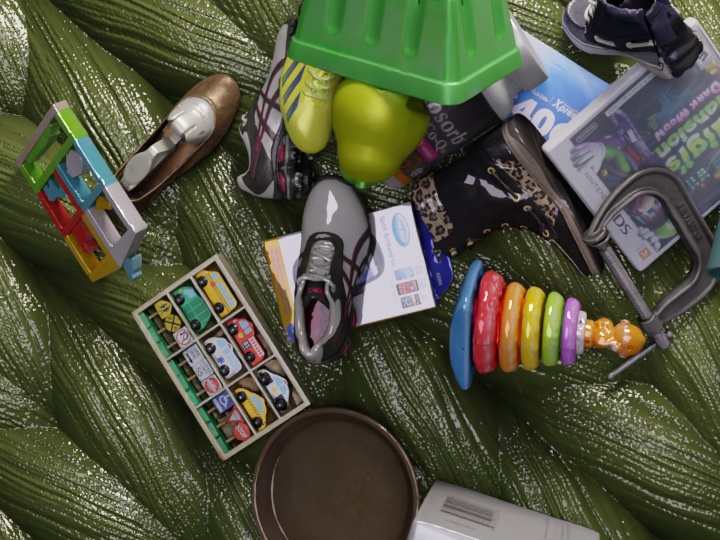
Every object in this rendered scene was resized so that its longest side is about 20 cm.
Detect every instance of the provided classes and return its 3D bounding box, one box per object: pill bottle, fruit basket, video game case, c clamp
[{"bbox_3d":[0.086,-0.182,1.291,0.199,0.116,0.117,-33,87,14],"label":"pill bottle"},{"bbox_3d":[0.036,-0.187,1.193,0.214,0.155,0.218,20,126,31],"label":"fruit basket"},{"bbox_3d":[0.315,-0.127,1.301,0.200,0.023,0.182,-41,113,6],"label":"video game case"},{"bbox_3d":[0.297,-0.002,1.315,0.170,0.027,0.201,-32,115,-1],"label":"c clamp"}]

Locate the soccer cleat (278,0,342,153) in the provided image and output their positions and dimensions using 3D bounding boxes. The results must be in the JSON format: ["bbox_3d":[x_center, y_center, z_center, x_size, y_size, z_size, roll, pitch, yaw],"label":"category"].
[{"bbox_3d":[-0.038,-0.224,1.310,0.064,0.083,0.203,12,82,-30],"label":"soccer cleat"}]

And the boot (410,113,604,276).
[{"bbox_3d":[0.159,-0.055,1.345,0.149,0.074,0.201,-26,118,26],"label":"boot"}]

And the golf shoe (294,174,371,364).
[{"bbox_3d":[-0.033,-0.001,1.331,0.076,0.088,0.203,3,92,9],"label":"golf shoe"}]

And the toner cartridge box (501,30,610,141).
[{"bbox_3d":[0.181,-0.196,1.353,0.199,0.043,0.096,33,96,7],"label":"toner cartridge box"}]

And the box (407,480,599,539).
[{"bbox_3d":[0.141,0.327,1.304,0.197,0.199,0.133,17,96,9],"label":"box"}]

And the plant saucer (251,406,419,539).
[{"bbox_3d":[-0.027,0.253,1.405,0.197,0.029,0.203,0,90,17],"label":"plant saucer"}]

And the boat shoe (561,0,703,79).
[{"bbox_3d":[0.255,-0.264,1.259,0.075,0.200,0.093,-48,126,-4],"label":"boat shoe"}]

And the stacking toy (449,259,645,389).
[{"bbox_3d":[0.198,0.061,1.314,0.197,0.110,0.118,5,119,14],"label":"stacking toy"}]

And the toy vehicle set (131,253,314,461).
[{"bbox_3d":[-0.157,0.098,1.431,0.124,0.027,0.201,-34,87,10],"label":"toy vehicle set"}]

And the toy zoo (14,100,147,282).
[{"bbox_3d":[-0.308,-0.074,1.414,0.201,0.020,0.131,57,138,3],"label":"toy zoo"}]

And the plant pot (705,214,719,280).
[{"bbox_3d":[0.454,-0.063,1.244,0.197,0.201,0.164,9,85,9],"label":"plant pot"}]

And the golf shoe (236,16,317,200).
[{"bbox_3d":[-0.094,-0.179,1.386,0.087,0.077,0.203,3,88,24],"label":"golf shoe"}]

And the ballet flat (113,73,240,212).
[{"bbox_3d":[-0.214,-0.141,1.407,0.200,0.072,0.068,-42,87,8],"label":"ballet flat"}]

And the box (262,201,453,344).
[{"bbox_3d":[0.000,0.000,1.395,0.197,0.041,0.121,-15,90,12],"label":"box"}]
